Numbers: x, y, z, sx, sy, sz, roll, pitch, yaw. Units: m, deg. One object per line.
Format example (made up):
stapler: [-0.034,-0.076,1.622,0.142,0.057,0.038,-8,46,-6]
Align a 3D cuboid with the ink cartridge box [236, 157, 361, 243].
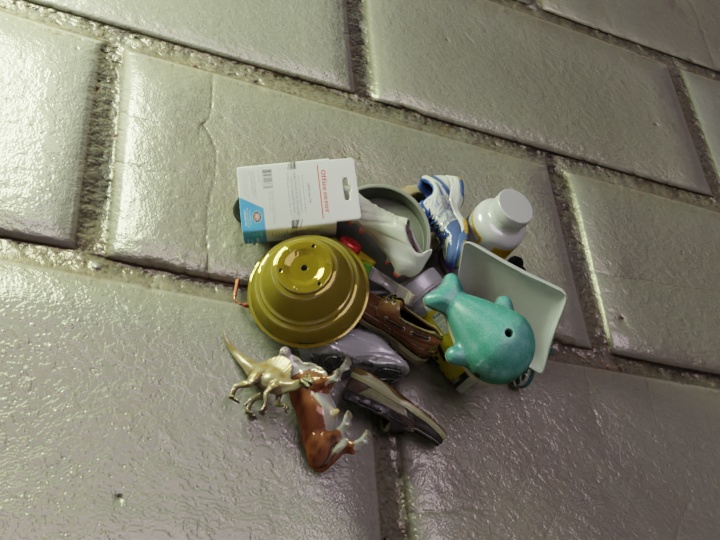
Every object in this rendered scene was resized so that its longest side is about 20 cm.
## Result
ink cartridge box: [-0.103,-0.117,1.436,0.197,0.067,0.118,-5,74,-6]

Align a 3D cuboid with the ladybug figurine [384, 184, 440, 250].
ladybug figurine: [0.100,-0.089,1.613,0.198,0.072,0.137,-23,73,-36]

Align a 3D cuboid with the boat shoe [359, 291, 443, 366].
boat shoe: [0.048,0.069,1.416,0.199,0.068,0.072,36,26,-6]

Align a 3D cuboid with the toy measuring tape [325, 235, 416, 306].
toy measuring tape: [0.000,0.000,1.440,0.199,0.074,0.073,35,48,16]

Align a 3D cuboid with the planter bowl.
planter bowl: [-0.086,0.012,1.349,0.197,0.084,0.203,-1,63,2]

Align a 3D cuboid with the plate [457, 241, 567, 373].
plate: [0.254,0.059,1.478,0.199,0.201,0.032,30,50,24]

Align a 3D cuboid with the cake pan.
cake pan: [0.026,-0.052,1.511,0.197,0.037,0.203,-2,74,7]

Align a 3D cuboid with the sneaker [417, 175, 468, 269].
sneaker: [0.143,-0.088,1.553,0.087,0.076,0.202,7,51,-11]

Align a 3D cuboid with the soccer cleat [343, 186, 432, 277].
soccer cleat: [0.042,-0.077,1.456,0.201,0.078,0.069,50,22,12]

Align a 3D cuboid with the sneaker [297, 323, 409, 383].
sneaker: [-0.016,0.125,1.418,0.198,0.078,0.100,16,45,-28]

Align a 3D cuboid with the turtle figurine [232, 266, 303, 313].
turtle figurine: [-0.107,0.017,1.436,0.161,0.065,0.200,39,49,0]

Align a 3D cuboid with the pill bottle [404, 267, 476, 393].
pill bottle: [0.153,0.101,1.488,0.114,0.115,0.201,-30,75,-38]

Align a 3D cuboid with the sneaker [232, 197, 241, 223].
sneaker: [-0.126,-0.112,1.514,0.197,0.087,0.075,-15,75,-9]

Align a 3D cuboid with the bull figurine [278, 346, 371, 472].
bull figurine: [-0.063,0.202,1.317,0.065,0.121,0.202,8,59,-57]

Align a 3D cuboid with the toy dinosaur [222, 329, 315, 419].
toy dinosaur: [-0.152,0.168,1.310,0.198,0.058,0.102,19,63,32]

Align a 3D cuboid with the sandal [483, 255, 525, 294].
sandal: [0.278,0.023,1.601,0.047,0.076,0.200,23,19,20]

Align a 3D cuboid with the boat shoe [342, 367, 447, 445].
boat shoe: [0.053,0.231,1.384,0.199,0.073,0.065,37,80,-15]

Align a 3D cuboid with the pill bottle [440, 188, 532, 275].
pill bottle: [0.234,-0.062,1.583,0.103,0.200,0.105,14,54,-20]

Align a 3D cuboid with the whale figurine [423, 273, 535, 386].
whale figurine: [0.195,0.089,1.381,0.159,0.104,0.200,-40,83,-23]

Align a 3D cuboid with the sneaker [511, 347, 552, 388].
sneaker: [0.325,0.136,1.588,0.079,0.077,0.201,38,50,-16]
